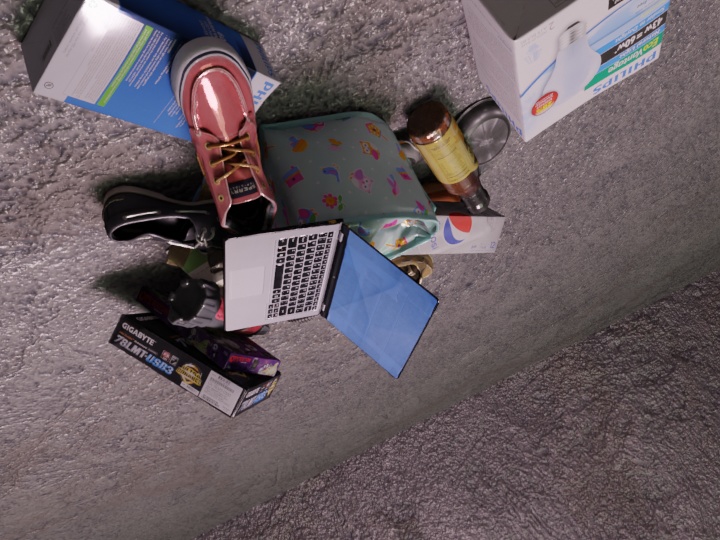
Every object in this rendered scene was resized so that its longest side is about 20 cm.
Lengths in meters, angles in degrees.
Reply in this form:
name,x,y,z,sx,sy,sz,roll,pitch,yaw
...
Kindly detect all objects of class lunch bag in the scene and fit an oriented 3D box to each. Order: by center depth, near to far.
name,x,y,z,sx,sy,sz,roll,pitch,yaw
lunch bag,-0.015,-0.097,0.752,0.196,0.173,0.123,-12,151,-25

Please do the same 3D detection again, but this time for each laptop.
name,x,y,z,sx,sy,sz,roll,pitch,yaw
laptop,-0.044,0.049,0.675,0.195,0.118,0.189,-9,148,-18

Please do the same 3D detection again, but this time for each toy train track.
name,x,y,z,sx,sy,sz,roll,pitch,yaw
toy train track,-0.194,-0.087,0.753,0.113,0.033,0.201,16,127,-30

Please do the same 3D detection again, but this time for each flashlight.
name,x,y,z,sx,sy,sz,roll,pitch,yaw
flashlight,-0.178,0.048,0.818,0.066,0.070,0.200,-8,166,11

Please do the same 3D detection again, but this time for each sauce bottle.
name,x,y,z,sx,sy,sz,roll,pitch,yaw
sauce bottle,0.133,-0.153,0.874,0.065,0.067,0.200,-32,140,12

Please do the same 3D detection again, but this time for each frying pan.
name,x,y,z,sx,sy,sz,roll,pitch,yaw
frying pan,0.168,-0.171,0.934,0.113,0.031,0.193,0,129,-35

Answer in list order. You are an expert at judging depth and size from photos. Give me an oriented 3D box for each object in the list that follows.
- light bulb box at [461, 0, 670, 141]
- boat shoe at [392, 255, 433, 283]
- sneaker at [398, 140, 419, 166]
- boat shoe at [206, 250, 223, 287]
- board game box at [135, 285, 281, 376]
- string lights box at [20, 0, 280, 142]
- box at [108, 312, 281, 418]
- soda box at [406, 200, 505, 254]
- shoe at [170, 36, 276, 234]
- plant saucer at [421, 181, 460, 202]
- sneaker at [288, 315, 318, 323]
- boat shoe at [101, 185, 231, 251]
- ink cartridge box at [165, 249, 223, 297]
name,x,y,z,sx,sy,sz,roll,pitch,yaw
light bulb box,0.233,-0.290,0.700,0.196,0.127,0.200,-32,154,7
boat shoe,0.082,-0.002,1.062,0.071,0.077,0.199,-37,155,20
sneaker,0.010,-0.105,0.879,0.199,0.078,0.078,-40,151,19
boat shoe,-0.112,-0.040,0.829,0.197,0.062,0.072,-21,168,-3
board game box,-0.218,0.086,0.877,0.033,0.198,0.120,-59,151,-3
string lights box,-0.179,-0.184,0.551,0.102,0.060,0.198,-41,153,26
box,-0.224,0.126,0.876,0.050,0.196,0.200,-59,173,0
soda box,0.130,-0.068,0.957,0.196,0.068,0.065,-2,117,-33
shoe,-0.118,-0.111,0.571,0.070,0.092,0.201,-21,156,-13
plant saucer,0.092,-0.086,1.050,0.196,0.038,0.201,-23,156,-11
sneaker,-0.079,0.023,1.035,0.197,0.095,0.070,-20,127,42
boat shoe,-0.201,-0.044,0.722,0.196,0.063,0.073,10,129,-26
ink cartridge box,-0.171,-0.012,0.907,0.144,0.048,0.201,-31,132,5
